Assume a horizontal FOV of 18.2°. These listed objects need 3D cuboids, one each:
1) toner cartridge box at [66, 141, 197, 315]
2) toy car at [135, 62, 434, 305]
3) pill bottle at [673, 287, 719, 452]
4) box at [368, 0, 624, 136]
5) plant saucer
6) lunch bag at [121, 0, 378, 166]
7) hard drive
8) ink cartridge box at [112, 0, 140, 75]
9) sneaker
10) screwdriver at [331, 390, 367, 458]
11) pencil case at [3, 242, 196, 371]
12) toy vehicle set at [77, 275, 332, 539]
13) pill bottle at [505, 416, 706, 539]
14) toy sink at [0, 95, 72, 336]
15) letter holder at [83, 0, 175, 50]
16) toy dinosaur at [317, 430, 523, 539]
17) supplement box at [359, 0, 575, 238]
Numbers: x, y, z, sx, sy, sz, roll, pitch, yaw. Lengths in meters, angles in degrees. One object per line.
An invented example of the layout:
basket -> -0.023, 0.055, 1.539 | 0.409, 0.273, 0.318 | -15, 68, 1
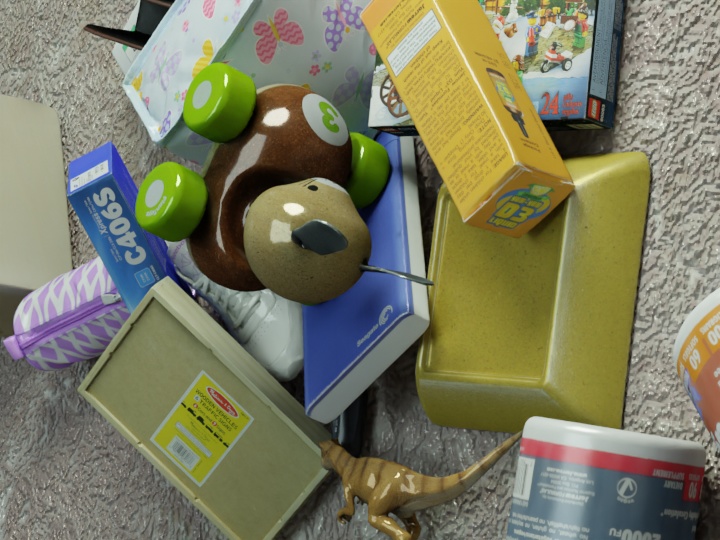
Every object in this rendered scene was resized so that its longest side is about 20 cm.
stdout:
toner cartridge box -> -0.174, 0.002, 1.822 | 0.043, 0.201, 0.095 | -25, 19, 4
toy car -> -0.034, -0.041, 1.601 | 0.200, 0.164, 0.159 | 28, 93, 54
pill bottle -> 0.270, 0.102, 1.305 | 0.112, 0.112, 0.201 | -51, 45, 30
box -> 0.098, -0.170, 1.623 | 0.199, 0.038, 0.138 | 0, 82, 41
plant saucer -> 0.108, 0.013, 1.584 | 0.199, 0.048, 0.202 | 1, 81, 52
lunch bag -> -0.056, -0.170, 1.726 | 0.200, 0.169, 0.127 | -54, 38, 20
hard drive -> 0.000, 0.000, 1.696 | 0.132, 0.025, 0.201 | -46, 32, 35
ink cartridge box -> -0.133, -0.195, 1.943 | 0.161, 0.050, 0.200 | -58, 40, 24
sneaker -> -0.106, 0.017, 1.810 | 0.075, 0.099, 0.200 | -54, 45, 19
screwdriver -> -0.005, 0.049, 1.743 | 0.029, 0.028, 0.202 | 120, 156, -68
pencil case -> -0.226, 0.031, 1.969 | 0.200, 0.085, 0.084 | -26, 102, 47
toy vehicle set -> -0.118, 0.118, 1.767 | 0.200, 0.026, 0.124 | 44, 120, 6
pill bottle -> 0.148, 0.200, 1.428 | 0.119, 0.119, 0.202 | 5, 86, 52
toy sink -> -0.360, -0.053, 2.113 | 0.112, 0.130, 0.201 | -32, 58, 43
letter holder -> -0.150, -0.223, 1.849 | 0.199, 0.142, 0.101 | 21, 103, 36
toy dinosaur -> 0.029, 0.162, 1.623 | 0.199, 0.060, 0.107 | 4, 97, 44
supplement box -> 0.072, -0.120, 1.559 | 0.069, 0.066, 0.201 | -46, 52, 27
